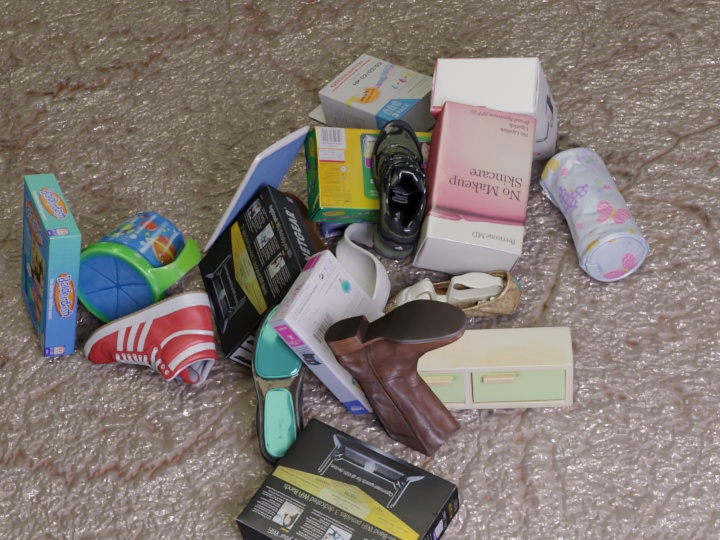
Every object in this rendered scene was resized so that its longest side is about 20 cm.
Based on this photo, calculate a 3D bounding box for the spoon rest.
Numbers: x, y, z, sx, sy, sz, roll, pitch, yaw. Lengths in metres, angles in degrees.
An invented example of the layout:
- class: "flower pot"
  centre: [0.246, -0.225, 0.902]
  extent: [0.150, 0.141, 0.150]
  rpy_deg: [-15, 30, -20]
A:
- class: "spoon rest"
  centre: [0.000, 0.000, 1.628]
  extent: [0.061, 0.099, 0.200]
  rpy_deg: [20, 32, -15]

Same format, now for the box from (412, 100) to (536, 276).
- class: "box"
  centre: [0.149, -0.102, 1.609]
  extent: [0.128, 0.109, 0.200]
  rpy_deg: [10, 68, -3]

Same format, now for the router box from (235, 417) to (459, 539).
- class: "router box"
  centre: [-0.013, 0.272, 1.376]
  extent: [0.200, 0.052, 0.157]
  rpy_deg: [22, 55, 26]

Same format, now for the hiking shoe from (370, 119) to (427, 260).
- class: "hiking shoe"
  centre: [0.060, -0.118, 1.595]
  extent: [0.076, 0.101, 0.200]
  rpy_deg: [6, 65, -16]

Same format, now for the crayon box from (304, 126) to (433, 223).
- class: "crayon box"
  centre: [0.028, -0.127, 1.680]
  extent: [0.199, 0.058, 0.119]
  rpy_deg: [2, 73, -17]

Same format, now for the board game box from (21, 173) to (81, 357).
- class: "board game box"
  centre: [-0.422, -0.007, 1.671]
  extent: [0.045, 0.200, 0.152]
  rpy_deg: [-7, 40, -25]

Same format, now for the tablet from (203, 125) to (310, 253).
- class: "tablet"
  centre: [-0.144, -0.111, 1.699]
  extent: [0.014, 0.200, 0.130]
  rpy_deg: [42, 41, 9]

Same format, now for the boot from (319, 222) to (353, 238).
- class: "boot"
  centre: [0.031, -0.101, 1.751]
  extent: [0.199, 0.073, 0.091]
  rpy_deg: [-11, 69, -6]

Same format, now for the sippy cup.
- class: "sippy cup"
  centre: [-0.310, -0.010, 1.702]
  extent: [0.177, 0.140, 0.130]
  rpy_deg: [21, 40, 7]

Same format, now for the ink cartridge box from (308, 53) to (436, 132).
- class: "ink cartridge box"
  centre: [0.018, -0.265, 1.907]
  extent: [0.200, 0.068, 0.115]
  rpy_deg: [25, 56, 34]

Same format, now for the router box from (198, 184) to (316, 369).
- class: "router box"
  centre: [-0.130, 0.007, 1.615]
  extent: [0.157, 0.052, 0.200]
  rpy_deg: [-47, 38, 19]

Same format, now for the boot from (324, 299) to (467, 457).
- class: "boot"
  centre: [0.076, 0.129, 1.387]
  extent: [0.186, 0.200, 0.064]
  rpy_deg: [-7, 38, 37]

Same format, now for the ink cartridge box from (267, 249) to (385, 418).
- class: "ink cartridge box"
  centre: [-0.014, 0.087, 1.496]
  extent: [0.042, 0.200, 0.119]
  rpy_deg: [-20, 30, 47]

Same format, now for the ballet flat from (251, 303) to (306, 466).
- class: "ballet flat"
  centre: [-0.099, 0.141, 1.496]
  extent: [0.073, 0.073, 0.200]
  rpy_deg: [-4, 69, 11]

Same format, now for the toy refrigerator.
- class: "toy refrigerator"
  centre: [0.151, 0.120, 1.466]
  extent: [0.199, 0.076, 0.070]
  rpy_deg: [-2, 43, 6]

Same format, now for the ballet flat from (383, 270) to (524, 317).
- class: "ballet flat"
  centre: [0.109, 0.033, 1.584]
  extent: [0.199, 0.065, 0.071]
  rpy_deg: [-12, 47, 4]

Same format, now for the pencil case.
- class: "pencil case"
  centre: [0.307, -0.077, 1.629]
  extent: [0.090, 0.083, 0.200]
  rpy_deg: [-12, 44, -6]

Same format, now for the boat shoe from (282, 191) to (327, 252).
- class: "boat shoe"
  centre: [-0.086, -0.023, 1.700]
  extent: [0.070, 0.070, 0.200]
  rpy_deg: [-48, 38, 20]

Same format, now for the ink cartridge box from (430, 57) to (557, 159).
- class: "ink cartridge box"
  centre: [0.190, -0.223, 1.716]
  extent: [0.145, 0.200, 0.085]
  rpy_deg: [3, 76, 16]

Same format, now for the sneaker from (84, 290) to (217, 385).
- class: "sneaker"
  centre: [-0.272, 0.112, 1.601]
  extent: [0.200, 0.071, 0.113]
  rpy_deg: [-24, 71, 24]
